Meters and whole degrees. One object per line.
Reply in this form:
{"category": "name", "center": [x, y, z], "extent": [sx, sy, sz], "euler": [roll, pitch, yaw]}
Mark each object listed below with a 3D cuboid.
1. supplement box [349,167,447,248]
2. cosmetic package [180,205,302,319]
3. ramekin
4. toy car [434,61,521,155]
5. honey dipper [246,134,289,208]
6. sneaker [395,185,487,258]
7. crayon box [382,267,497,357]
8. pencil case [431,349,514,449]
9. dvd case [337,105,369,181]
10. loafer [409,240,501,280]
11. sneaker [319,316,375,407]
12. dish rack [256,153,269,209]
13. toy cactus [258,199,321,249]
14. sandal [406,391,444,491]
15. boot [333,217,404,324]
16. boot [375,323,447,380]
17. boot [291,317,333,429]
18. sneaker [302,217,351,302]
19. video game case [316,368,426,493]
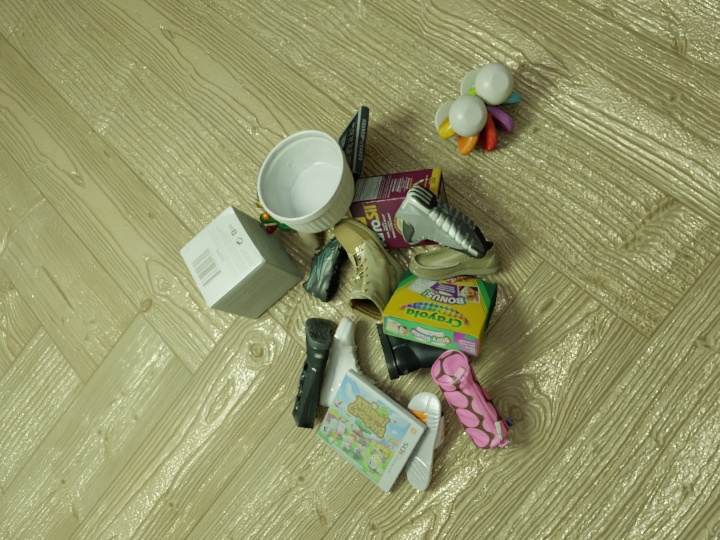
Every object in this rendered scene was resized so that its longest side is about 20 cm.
{"category": "supplement box", "center": [0.088, -0.131, 1.230], "extent": [0.195, 0.133, 0.104], "euler": [-5, 40, 19]}
{"category": "cosmetic package", "center": [-0.272, -0.012, 1.312], "extent": [0.165, 0.200, 0.169], "euler": [-39, 69, 8]}
{"category": "ramekin", "center": [-0.105, -0.174, 1.176], "extent": [0.195, 0.105, 0.205], "euler": [-8, 67, 20]}
{"category": "toy car", "center": [0.266, -0.341, 1.226], "extent": [0.149, 0.175, 0.201], "euler": [40, 93, -12]}
{"category": "honey dipper", "center": [-0.227, -0.256, 1.437], "extent": [0.037, 0.038, 0.203], "euler": [26, 86, 22]}
{"category": "sneaker", "center": [0.155, -0.075, 1.149], "extent": [0.199, 0.075, 0.116], "euler": [39, 134, -3]}
{"category": "crayon box", "center": [0.165, 0.077, 1.157], "extent": [0.196, 0.059, 0.173], "euler": [11, 38, 20]}
{"category": "pencil case", "center": [0.215, 0.251, 1.089], "extent": [0.090, 0.094, 0.202], "euler": [-37, 111, -3]}
{"category": "dvd case", "center": [-0.026, -0.263, 1.292], "extent": [0.024, 0.200, 0.154], "euler": [8, 79, -15]}
{"category": "loafer", "center": [0.199, -0.029, 1.192], "extent": [0.195, 0.069, 0.077], "euler": [-6, 32, -2]}
{"category": "sneaker", "center": [-0.012, 0.213, 1.245], "extent": [0.113, 0.073, 0.205], "euler": [13, 93, 20]}
{"category": "dish rack", "center": [-0.161, -0.216, 1.381], "extent": [0.195, 0.055, 0.158], "euler": [5, 81, 9]}
{"category": "toy cactus", "center": [-0.142, -0.119, 1.313], "extent": [0.197, 0.167, 0.103], "euler": [-22, 29, 19]}
{"category": "sandal", "center": [0.135, 0.347, 1.172], "extent": [0.078, 0.059, 0.212], "euler": [15, 104, 38]}
{"category": "boot", "center": [0.000, 0.000, 1.189], "extent": [0.072, 0.157, 0.200], "euler": [-29, 112, 40]}
{"category": "boot", "center": [0.120, 0.128, 1.212], "extent": [0.164, 0.077, 0.203], "euler": [-14, 51, -2]}
{"category": "boot", "center": [-0.108, 0.225, 1.266], "extent": [0.064, 0.165, 0.205], "euler": [8, 105, -3]}
{"category": "sneaker", "center": [-0.074, -0.032, 1.313], "extent": [0.078, 0.075, 0.204], "euler": [20, 86, 24]}
{"category": "video game case", "center": [0.018, 0.336, 1.185], "extent": [0.198, 0.022, 0.185], "euler": [34, 114, 18]}
